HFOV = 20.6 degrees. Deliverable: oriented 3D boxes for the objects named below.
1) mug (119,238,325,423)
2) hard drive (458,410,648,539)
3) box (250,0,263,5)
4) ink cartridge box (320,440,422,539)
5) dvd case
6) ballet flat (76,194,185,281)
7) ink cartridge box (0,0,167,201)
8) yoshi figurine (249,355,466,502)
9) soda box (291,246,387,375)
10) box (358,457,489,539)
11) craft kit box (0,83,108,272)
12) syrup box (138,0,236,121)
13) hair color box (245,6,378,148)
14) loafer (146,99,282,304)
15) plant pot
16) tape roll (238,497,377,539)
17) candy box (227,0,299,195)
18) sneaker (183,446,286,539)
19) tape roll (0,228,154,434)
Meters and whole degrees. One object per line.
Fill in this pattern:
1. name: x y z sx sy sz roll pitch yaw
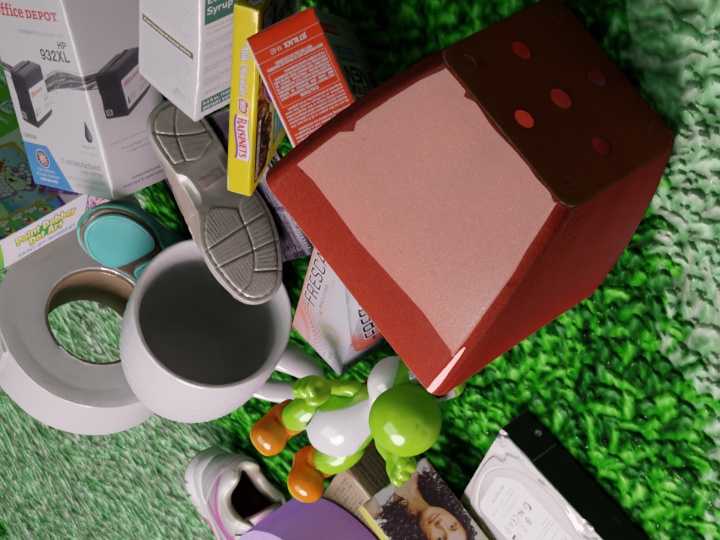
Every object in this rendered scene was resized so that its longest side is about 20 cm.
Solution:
1. mug: -0.129 0.077 1.856 0.200 0.148 0.175 20 155 -7
2. hard drive: 0.174 0.229 1.659 0.200 0.038 0.140 47 148 16
3. box: -0.016 -0.288 1.385 0.200 0.115 0.132 -15 104 57
4. ink cartridge box: 0.031 0.263 1.855 0.165 0.075 0.200 49 148 11
5. dvd case: -0.118 -0.071 1.821 0.200 0.016 0.149 -14 107 57
6. ballet flat: -0.214 -0.031 1.879 0.200 0.067 0.070 44 -157 -56
7. ink cartridge box: -0.259 -0.178 1.839 0.145 0.084 0.200 14 123 49
8. yoshi figurine: 0.000 0.133 1.693 0.200 0.112 0.112 -29 64 33
9. soda box: 0.000 0.000 1.672 0.068 0.064 0.200 45 148 20
10. box: 0.087 0.263 1.719 0.200 0.075 0.050 51 169 5
11. craft kit box: -0.369 -0.089 1.984 0.200 0.197 0.049 36 140 31
12. syrup box: -0.128 -0.230 1.627 0.081 0.079 0.200 41 145 26
13. hair color box: -0.008 -0.096 1.515 0.200 0.064 0.111 67 -167 3
14. loafer: -0.130 -0.059 1.780 0.200 0.072 0.063 62 166 4
15. plant pot: 0.093 -0.070 1.366 0.200 0.200 0.176 51 138 9
16. tape roll: -0.029 0.310 1.848 0.200 0.066 0.200 35 142 33
17. candy box: -0.077 -0.165 1.597 0.026 0.102 0.200 16 138 8
18. sneaker: -0.109 0.276 2.058 0.088 0.081 0.200 -16 105 60
19. tape roll: -0.267 0.059 1.969 0.203 0.202 0.071 51 149 11
